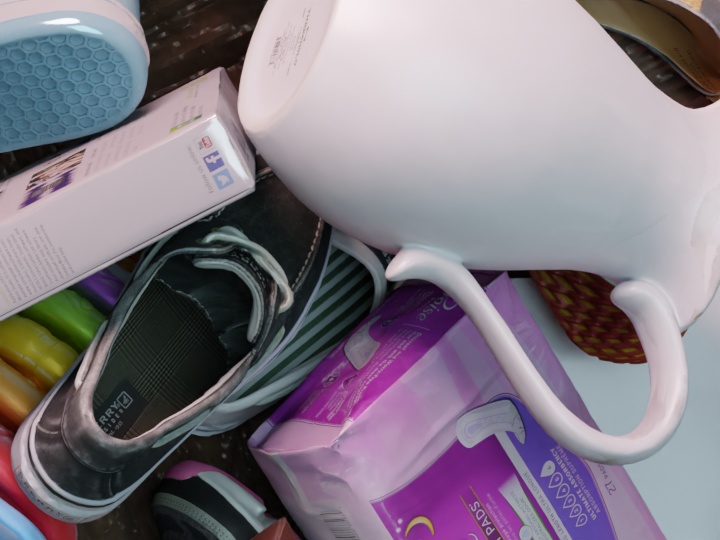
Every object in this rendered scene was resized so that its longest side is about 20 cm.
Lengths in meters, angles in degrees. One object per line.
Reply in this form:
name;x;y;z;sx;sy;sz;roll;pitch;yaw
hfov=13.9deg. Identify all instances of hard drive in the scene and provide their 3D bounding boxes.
hard drive;0.108;0.102;1.299;0.131;0.027;0.201;-3;90;-18

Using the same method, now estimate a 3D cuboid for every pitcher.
pitcher;0.053;-0.030;1.127;0.199;0.121;0.172;23;65;-22

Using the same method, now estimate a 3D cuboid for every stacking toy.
stacking toy;-0.116;0.035;1.189;0.110;0.116;0.200;37;67;7

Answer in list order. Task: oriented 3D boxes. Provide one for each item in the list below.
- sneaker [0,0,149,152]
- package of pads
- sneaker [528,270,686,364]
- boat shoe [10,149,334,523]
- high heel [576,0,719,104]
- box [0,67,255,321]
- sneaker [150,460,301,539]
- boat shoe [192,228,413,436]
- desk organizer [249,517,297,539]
sneaker;-0.177;-0.107;1.195;0.199;0.080;0.131;-5;48;9
package of pads;0.051;0.109;1.206;0.120;0.076;0.200;-43;114;-27
sneaker;0.081;-0.055;1.251;0.201;0.073;0.077;63;34;-15
boat shoe;-0.056;0.018;1.138;0.072;0.071;0.200;41;51;-11
high heel;0.104;-0.097;1.276;0.142;0.071;0.200;-32;82;-23
box;-0.133;-0.011;1.132;0.199;0.144;0.036;-26;100;4
sneaker;-0.047;0.178;1.220;0.087;0.074;0.201;-28;101;-23
boat shoe;0.000;0.000;1.246;0.200;0.067;0.074;-45;102;-14
desk organizer;-0.089;0.187;1.160;0.200;0.077;0.072;-36;100;15
